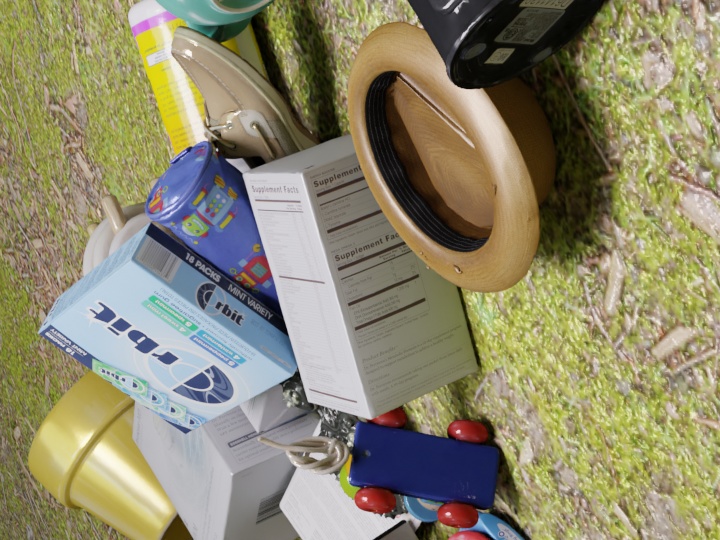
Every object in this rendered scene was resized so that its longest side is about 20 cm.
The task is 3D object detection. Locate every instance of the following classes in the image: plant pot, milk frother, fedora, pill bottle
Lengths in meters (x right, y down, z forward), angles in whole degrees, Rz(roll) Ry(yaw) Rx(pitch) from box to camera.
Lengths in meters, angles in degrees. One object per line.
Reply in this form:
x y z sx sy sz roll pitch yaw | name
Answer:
-0.260 0.230 1.780 0.189 0.200 0.202 41 145 19 | plant pot
0.077 -0.248 0.889 0.199 0.180 0.189 -37 71 18 | milk frother
0.073 -0.087 1.038 0.200 0.081 0.202 38 142 37 | fedora
-0.129 -0.153 1.340 0.104 0.104 0.202 -8 102 62 | pill bottle

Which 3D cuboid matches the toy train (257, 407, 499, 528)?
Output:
0.005 0.162 1.238 0.116 0.198 0.086 127 153 -69 | toy train

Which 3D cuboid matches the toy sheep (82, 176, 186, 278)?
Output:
-0.197 -0.002 1.397 0.139 0.137 0.200 65 162 6 | toy sheep

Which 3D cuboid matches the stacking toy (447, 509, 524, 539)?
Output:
0.052 0.292 1.214 0.116 0.199 0.110 44 145 35 | stacking toy

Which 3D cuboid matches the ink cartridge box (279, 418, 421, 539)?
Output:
0.009 0.214 1.434 0.161 0.050 0.201 50 130 32 | ink cartridge box

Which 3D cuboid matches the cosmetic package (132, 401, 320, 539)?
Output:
-0.143 0.173 1.582 0.201 0.122 0.200 53 149 30 | cosmetic package

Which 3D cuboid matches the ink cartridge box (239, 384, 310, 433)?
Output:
-0.110 0.035 1.468 0.200 0.076 0.137 51 145 29 | ink cartridge box

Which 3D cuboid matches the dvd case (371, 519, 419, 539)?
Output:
0.055 0.322 1.285 0.018 0.142 0.201 -40 79 31 | dvd case

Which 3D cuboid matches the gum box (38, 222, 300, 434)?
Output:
-0.165 0.057 1.299 0.169 0.045 0.200 37 145 -18 | gum box

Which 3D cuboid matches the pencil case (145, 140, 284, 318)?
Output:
-0.090 -0.026 1.264 0.200 0.078 0.087 40 -152 -32 | pencil case

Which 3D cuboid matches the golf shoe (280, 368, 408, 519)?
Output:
-0.004 0.126 1.344 0.077 0.088 0.201 -26 99 48 | golf shoe

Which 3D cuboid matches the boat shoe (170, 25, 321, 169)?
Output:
-0.095 -0.120 1.242 0.072 0.065 0.200 28 166 50 | boat shoe

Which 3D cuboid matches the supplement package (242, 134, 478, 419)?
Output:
0.000 0.000 1.203 0.113 0.109 0.202 7 116 60 | supplement package

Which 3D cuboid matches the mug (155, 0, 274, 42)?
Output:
-0.105 -0.263 1.184 0.115 0.152 0.185 49 -175 31 | mug
